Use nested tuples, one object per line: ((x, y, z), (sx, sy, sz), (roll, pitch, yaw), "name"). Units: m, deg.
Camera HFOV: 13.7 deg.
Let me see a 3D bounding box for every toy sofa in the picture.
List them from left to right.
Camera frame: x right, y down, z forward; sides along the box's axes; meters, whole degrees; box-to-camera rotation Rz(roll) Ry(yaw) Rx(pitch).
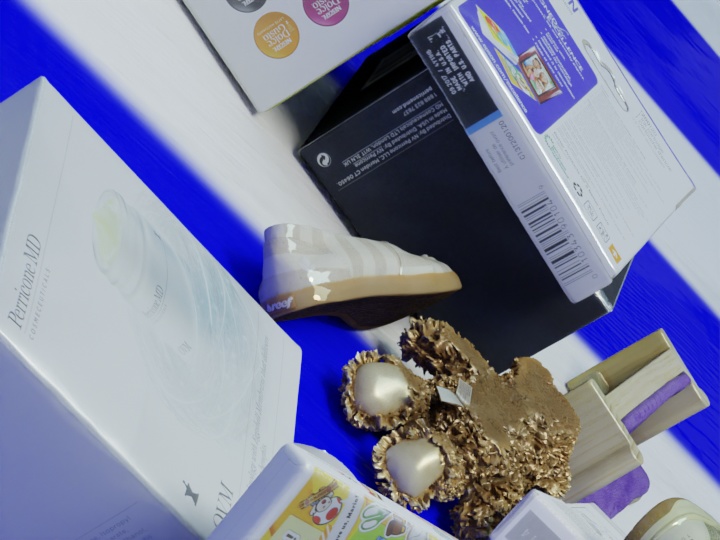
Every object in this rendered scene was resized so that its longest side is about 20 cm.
((0.171, 0.113, 1.998), (0.098, 0.083, 0.200), (58, 21, 3), "toy sofa")

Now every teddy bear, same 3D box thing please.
((0.054, 0.099, 1.810), (0.145, 0.067, 0.200), (51, 27, 6), "teddy bear")

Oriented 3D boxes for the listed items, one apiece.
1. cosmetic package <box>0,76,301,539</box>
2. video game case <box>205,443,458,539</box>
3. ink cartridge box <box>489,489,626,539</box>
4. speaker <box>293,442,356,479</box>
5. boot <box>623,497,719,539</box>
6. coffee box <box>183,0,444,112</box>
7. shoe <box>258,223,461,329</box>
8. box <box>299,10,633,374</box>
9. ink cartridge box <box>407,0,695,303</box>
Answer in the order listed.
((-0.136, 0.056, 1.363), (0.200, 0.123, 0.199), (46, 25, -25), "cosmetic package")
((-0.037, 0.186, 1.314), (0.182, 0.200, 0.023), (34, 7, -47), "video game case")
((0.177, 0.218, 1.798), (0.200, 0.045, 0.176), (45, 5, 16), "ink cartridge box")
((-0.045, 0.170, 1.465), (0.081, 0.081, 0.200), (50, 23, -21), "speaker")
((0.249, 0.214, 1.742), (0.155, 0.072, 0.200), (46, 12, 36), "boot")
((-0.013, -0.248, 1.919), (0.198, 0.200, 0.200), (57, 20, -5), "coffee box")
((0.000, 0.000, 1.794), (0.200, 0.070, 0.053), (2, 68, -62), "shoe")
((0.080, -0.060, 1.975), (0.198, 0.123, 0.200), (54, 24, -10), "box")
((0.124, -0.098, 1.898), (0.198, 0.043, 0.200), (58, 27, -4), "ink cartridge box")
